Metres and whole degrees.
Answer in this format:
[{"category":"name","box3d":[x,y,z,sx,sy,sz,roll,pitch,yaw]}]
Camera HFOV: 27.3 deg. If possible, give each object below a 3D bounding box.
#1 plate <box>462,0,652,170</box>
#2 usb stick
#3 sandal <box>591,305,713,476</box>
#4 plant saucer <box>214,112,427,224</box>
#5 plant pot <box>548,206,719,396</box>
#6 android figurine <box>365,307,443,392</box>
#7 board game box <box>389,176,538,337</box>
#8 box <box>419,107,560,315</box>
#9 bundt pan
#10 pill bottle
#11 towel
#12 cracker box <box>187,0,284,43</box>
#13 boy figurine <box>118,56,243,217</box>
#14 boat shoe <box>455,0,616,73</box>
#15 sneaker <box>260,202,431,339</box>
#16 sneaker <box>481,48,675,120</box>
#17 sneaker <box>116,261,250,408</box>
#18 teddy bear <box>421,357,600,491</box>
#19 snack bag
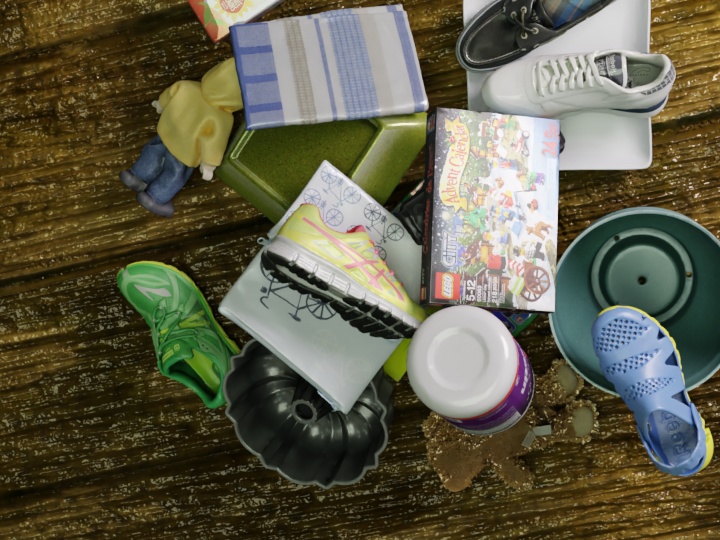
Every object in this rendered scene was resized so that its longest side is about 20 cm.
[{"category":"plate","box3d":[0.213,-0.208,1.603,0.198,0.032,0.201,-2,101,8]},{"category":"usb stick","box3d":[0.129,-0.099,1.568,0.199,0.033,0.056,-35,94,-11]},{"category":"sandal","box3d":[0.297,0.127,1.495,0.079,0.087,0.201,-30,95,17]},{"category":"plant saucer","box3d":[-0.052,-0.136,1.610,0.200,0.048,0.200,39,103,20]},{"category":"plant pot","box3d":[0.301,0.022,1.582,0.198,0.134,0.202,2,104,8]},{"category":"android figurine","box3d":[0.028,0.041,1.645,0.182,0.041,0.200,37,122,2]},{"category":"board game box","box3d":[0.097,0.009,1.663,0.135,0.029,0.200,-44,93,14]},{"category":"box","box3d":[0.133,-0.059,1.520,0.135,0.038,0.202,4,82,-15]},{"category":"bundt pan","box3d":[-0.050,0.139,1.660,0.200,0.076,0.203,10,120,18]},{"category":"pill bottle","box3d":[0.120,0.109,1.545,0.111,0.200,0.113,-3,76,14]},{"category":"towel","box3d":[-0.034,-0.215,1.575,0.198,0.024,0.148,-8,59,-8]},{"category":"cracker box","box3d":[-0.109,-0.357,1.606,0.199,0.058,0.134,-31,96,13]},{"category":"boy figurine","box3d":[-0.187,-0.161,1.646,0.200,0.064,0.124,-52,59,13]},{"category":"boat shoe","box3d":[0.187,-0.269,1.549,0.199,0.057,0.069,-28,96,12]},{"category":"sneaker","box3d":[0.000,0.000,1.515,0.199,0.078,0.091,33,64,-21]},{"category":"sneaker","box3d":[0.224,-0.199,1.537,0.198,0.081,0.077,-5,79,4]},{"category":"sneaker","box3d":[-0.203,0.071,1.685,0.074,0.084,0.200,-40,93,27]},{"category":"teddy bear","box3d":[0.169,0.173,1.673,0.200,0.067,0.145,-40,107,10]},{"category":"snack bag","box3d":[-0.027,0.019,1.556,0.188,0.021,0.200,40,84,-10]}]
